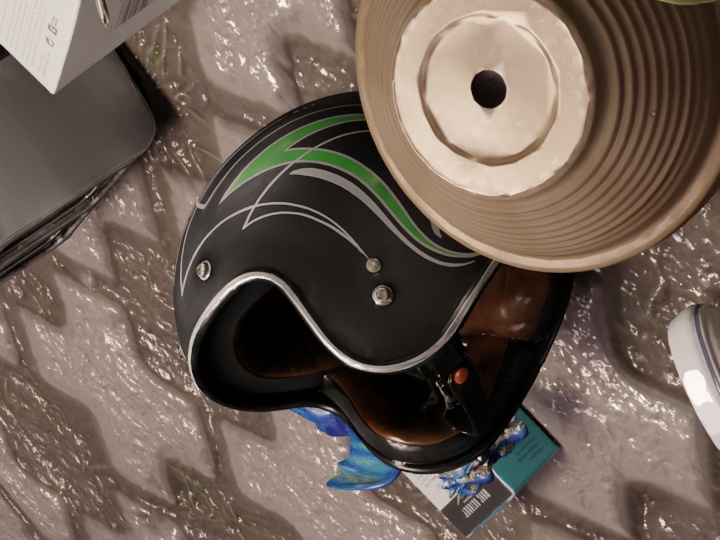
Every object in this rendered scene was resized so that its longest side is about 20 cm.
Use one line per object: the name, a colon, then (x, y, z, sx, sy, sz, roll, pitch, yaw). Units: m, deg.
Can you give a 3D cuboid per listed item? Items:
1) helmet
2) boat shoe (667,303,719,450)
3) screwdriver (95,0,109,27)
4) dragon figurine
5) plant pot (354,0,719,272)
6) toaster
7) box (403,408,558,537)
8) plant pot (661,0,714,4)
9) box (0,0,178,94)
helmet: (0.000, 0.000, 1.182, 0.190, 0.200, 0.201, 27, 143, 25)
boat shoe: (0.239, 0.091, 1.126, 0.070, 0.071, 0.201, -35, 91, 31)
screwdriver: (-0.160, -0.223, 1.134, 0.029, 0.028, 0.202, 5, 116, 33)
dragon figurine: (0.006, 0.095, 1.313, 0.199, 0.059, 0.100, -13, 108, 42)
plant pot: (0.075, -0.092, 1.013, 0.199, 0.093, 0.203, 7, 106, 26)
toaster: (-0.247, -0.064, 1.427, 0.119, 0.200, 0.181, 53, 148, 2)
box: (0.026, 0.068, 1.368, 0.200, 0.049, 0.082, 46, 148, 5)
plant pot: (0.101, -0.236, 0.841, 0.190, 0.199, 0.201, 41, 150, 33)
box: (-0.195, -0.224, 1.259, 0.200, 0.124, 0.098, 44, 148, 8)
